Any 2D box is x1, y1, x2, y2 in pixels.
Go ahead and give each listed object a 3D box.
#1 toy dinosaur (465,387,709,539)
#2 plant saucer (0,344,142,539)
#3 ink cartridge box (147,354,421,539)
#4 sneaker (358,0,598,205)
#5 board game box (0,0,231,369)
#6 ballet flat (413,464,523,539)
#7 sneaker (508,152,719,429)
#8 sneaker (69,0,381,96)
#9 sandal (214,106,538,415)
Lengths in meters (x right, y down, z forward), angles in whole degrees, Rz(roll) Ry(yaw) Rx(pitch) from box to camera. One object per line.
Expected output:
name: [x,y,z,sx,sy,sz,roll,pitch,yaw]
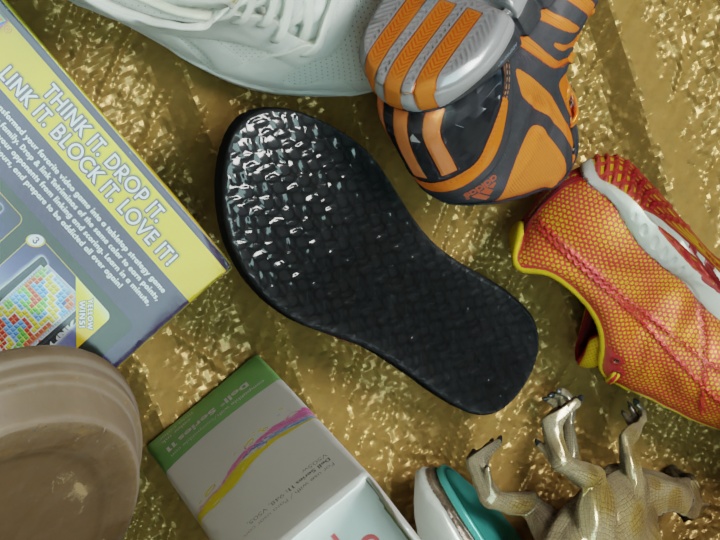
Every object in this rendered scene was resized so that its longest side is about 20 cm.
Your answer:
toy dinosaur: [0.095,0.110,1.003,0.200,0.058,0.101,-34,93,-44]
plant saucer: [-0.162,0.115,0.915,0.200,0.029,0.200,-34,150,-22]
ink cartridge box: [-0.009,0.123,0.937,0.067,0.200,0.117,-38,112,-5]
sneaker: [0.073,-0.111,0.977,0.200,0.078,0.112,-50,145,-22]
board game box: [-0.178,-0.024,0.922,0.165,0.057,0.200,-42,112,-6]
ballet flat: [0.074,0.172,1.058,0.069,0.069,0.200,-46,114,-2]
sneaker: [0.143,0.031,1.046,0.077,0.073,0.200,-38,110,18]
sneaker: [-0.048,-0.108,0.911,0.200,0.116,0.074,15,97,-23]
sandal: [0.000,0.000,0.993,0.200,0.045,0.075,39,80,-39]
